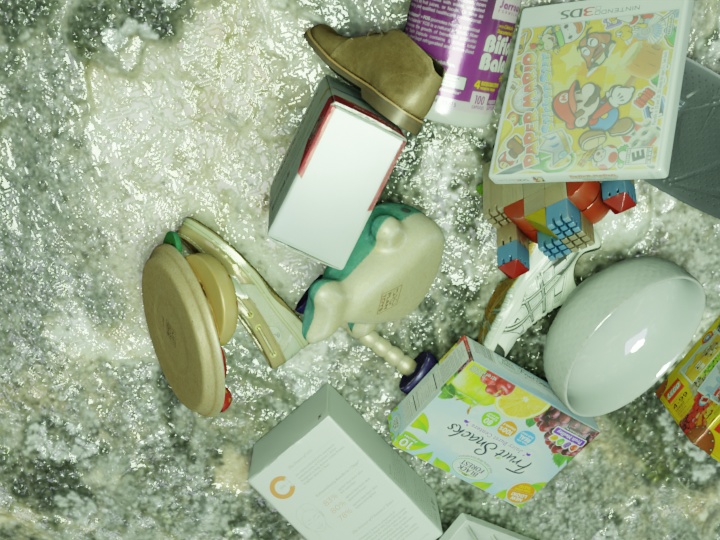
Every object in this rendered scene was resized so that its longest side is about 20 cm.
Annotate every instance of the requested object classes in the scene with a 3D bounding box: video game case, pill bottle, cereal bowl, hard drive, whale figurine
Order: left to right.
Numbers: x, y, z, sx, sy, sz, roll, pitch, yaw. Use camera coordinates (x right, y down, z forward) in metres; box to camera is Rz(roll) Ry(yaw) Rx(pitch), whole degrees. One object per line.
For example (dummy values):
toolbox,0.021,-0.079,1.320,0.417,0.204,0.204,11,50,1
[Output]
whale figurine,0.000,0.000,1.137,0.104,0.200,0.160,36,135,25
pill bottle,0.103,-0.255,1.095,0.112,0.112,0.201,11,106,-5
video game case,0.228,-0.182,1.064,0.181,0.023,0.201,1,70,35
cereal bowl,0.278,0.062,1.181,0.199,0.083,0.201,-22,137,-23
hard drive,0.352,-0.150,1.147,0.199,0.042,0.135,27,118,-17

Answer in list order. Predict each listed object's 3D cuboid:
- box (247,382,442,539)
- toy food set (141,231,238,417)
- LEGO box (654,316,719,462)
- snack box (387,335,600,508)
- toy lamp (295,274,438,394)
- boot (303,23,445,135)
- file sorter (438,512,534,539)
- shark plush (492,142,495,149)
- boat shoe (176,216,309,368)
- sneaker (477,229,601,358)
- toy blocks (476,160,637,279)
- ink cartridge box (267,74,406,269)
box,-0.017,0.254,1.248,0.124,0.098,0.200,-40,104,10
toy food set,-0.183,0.059,1.149,0.048,0.198,0.201,-17,118,-27
LEGO box,0.439,0.108,1.190,0.077,0.149,0.200,35,102,-10
snack box,0.151,0.176,1.217,0.200,0.053,0.142,30,116,-25
toy lamp,0.021,0.083,1.222,0.200,0.058,0.058,39,102,-11
boot,0.015,-0.212,1.079,0.073,0.200,0.076,20,108,-46
file sorter,0.166,0.396,1.241,0.200,0.125,0.139,28,106,-38
shark plush,0.229,-0.189,1.144,0.200,0.091,0.083,-49,133,5
boat shoe,-0.138,0.028,1.186,0.066,0.074,0.200,-45,103,-10
sneaker,0.200,0.029,1.199,0.087,0.076,0.201,24,105,-8
toy blocks,0.202,-0.075,1.097,0.200,0.137,0.100,-25,133,32
ink cartridge box,-0.028,-0.107,1.091,0.083,0.200,0.146,24,105,-11
